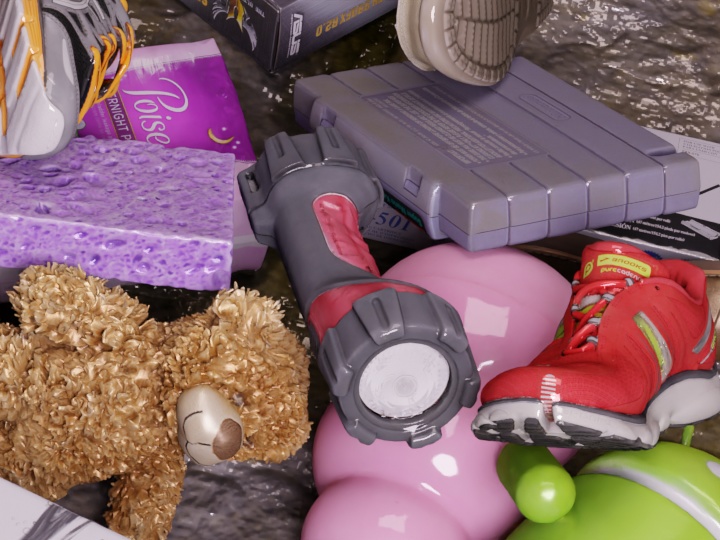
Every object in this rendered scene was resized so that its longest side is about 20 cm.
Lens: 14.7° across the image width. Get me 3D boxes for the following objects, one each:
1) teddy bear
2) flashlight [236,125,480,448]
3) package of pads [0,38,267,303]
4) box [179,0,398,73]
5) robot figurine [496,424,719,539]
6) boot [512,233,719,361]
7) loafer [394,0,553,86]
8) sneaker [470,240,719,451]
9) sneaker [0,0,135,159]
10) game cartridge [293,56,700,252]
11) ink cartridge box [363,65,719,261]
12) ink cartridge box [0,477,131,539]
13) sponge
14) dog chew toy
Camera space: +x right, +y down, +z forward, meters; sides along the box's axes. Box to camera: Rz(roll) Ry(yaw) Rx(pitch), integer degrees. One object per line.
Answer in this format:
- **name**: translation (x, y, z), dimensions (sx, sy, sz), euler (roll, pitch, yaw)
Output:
- **teddy bear**: translation (-0.123, 0.063, 1.247), dimensions (0.200, 0.145, 0.067), euler (12, 16, 3)
- **flashlight**: translation (0.000, 0.000, 1.248), dimensions (0.068, 0.068, 0.200), euler (32, 19, -27)
- **package of pads**: translation (-0.153, -0.047, 1.397), dimensions (0.200, 0.076, 0.121), euler (-7, 50, -17)
- **box**: translation (-0.058, -0.212, 1.597), dimensions (0.158, 0.048, 0.200), euler (-31, 58, -35)
- **robot figurine**: translation (0.108, 0.155, 1.207), dimensions (0.200, 0.116, 0.176), euler (-41, 99, -31)
- **boot**: translation (0.154, 0.035, 1.386), dimensions (0.200, 0.074, 0.075), euler (9, 60, 9)
- **loafer**: translation (0.050, -0.141, 1.435), dimensions (0.068, 0.076, 0.200), euler (5, 14, 17)
- **sneaker**: translation (0.102, 0.031, 1.207), dimensions (0.077, 0.085, 0.200), euler (2, 7, 23)
- **sneaker**: translation (-0.144, -0.107, 1.333), dimensions (0.077, 0.078, 0.200), euler (17, 24, -16)
- **game cartridge**: translation (0.061, -0.061, 1.370), dimensions (0.130, 0.038, 0.200), euler (-15, 26, -21)
- **ink cartridge box**: translation (0.092, -0.043, 1.458), dimensions (0.200, 0.044, 0.094), euler (12, 43, 3)
- **ink cartridge box**: translation (-0.152, 0.163, 1.140), dimensions (0.200, 0.145, 0.084), euler (24, 47, 13)
- **sponge**: translation (-0.156, -0.036, 1.289), dimensions (0.200, 0.030, 0.112), euler (7, 24, -3)
- **dog chew toy**: translation (0.035, 0.082, 1.278), dimensions (0.124, 0.125, 0.200), euler (20, 54, 10)
